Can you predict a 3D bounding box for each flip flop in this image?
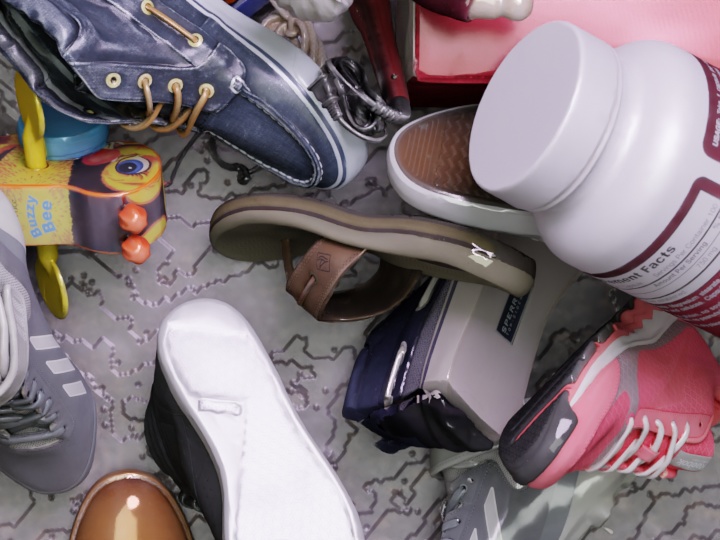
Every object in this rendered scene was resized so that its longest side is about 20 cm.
[{"bbox_3d":[0.000,0.000,1.477,0.199,0.081,0.058,10,87,38],"label":"flip flop"}]

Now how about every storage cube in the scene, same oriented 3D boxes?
[{"bbox_3d":[0.109,-0.176,1.487,0.179,0.171,0.201,-1,90,-2],"label":"storage cube"}]

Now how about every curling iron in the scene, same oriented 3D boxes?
[{"bbox_3d":[-0.003,-0.138,1.487,0.049,0.201,0.026,24,128,-24],"label":"curling iron"}]

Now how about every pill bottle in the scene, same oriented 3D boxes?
[{"bbox_3d":[0.154,-0.037,1.378,0.199,0.113,0.113,25,87,-26],"label":"pill bottle"}]

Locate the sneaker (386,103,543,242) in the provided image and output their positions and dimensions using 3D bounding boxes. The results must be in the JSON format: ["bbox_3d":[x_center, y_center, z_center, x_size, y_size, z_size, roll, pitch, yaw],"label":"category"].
[{"bbox_3d":[0.101,-0.029,1.472,0.199,0.085,0.073,4,52,-19],"label":"sneaker"}]

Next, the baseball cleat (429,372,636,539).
[{"bbox_3d":[0.057,0.142,1.537,0.106,0.070,0.200,40,80,9],"label":"baseball cleat"}]

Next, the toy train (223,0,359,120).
[{"bbox_3d":[-0.063,-0.165,1.488,0.085,0.116,0.200,-38,79,-3],"label":"toy train"}]

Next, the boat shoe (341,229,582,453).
[{"bbox_3d":[0.056,0.008,1.530,0.075,0.092,0.201,46,54,-26],"label":"boat shoe"}]

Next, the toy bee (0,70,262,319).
[{"bbox_3d":[-0.141,-0.045,1.489,0.199,0.109,0.131,-25,119,6],"label":"toy bee"}]

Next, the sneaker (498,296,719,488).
[{"bbox_3d":[0.139,0.069,1.472,0.087,0.200,0.074,45,120,5],"label":"sneaker"}]

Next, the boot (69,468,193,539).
[{"bbox_3d":[-0.113,0.202,1.473,0.073,0.155,0.201,-1,89,-3],"label":"boot"}]

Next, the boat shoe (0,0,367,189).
[{"bbox_3d":[-0.095,-0.091,1.456,0.200,0.071,0.091,40,55,1],"label":"boat shoe"}]

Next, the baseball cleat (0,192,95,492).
[{"bbox_3d":[-0.179,0.053,1.447,0.069,0.107,0.201,-13,127,7],"label":"baseball cleat"}]

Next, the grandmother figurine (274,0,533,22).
[{"bbox_3d":[0.048,-0.166,1.375,0.199,0.061,0.122,-20,62,2],"label":"grandmother figurine"}]

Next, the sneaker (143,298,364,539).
[{"bbox_3d":[-0.052,0.119,1.500,0.070,0.099,0.201,-20,74,-15],"label":"sneaker"}]
